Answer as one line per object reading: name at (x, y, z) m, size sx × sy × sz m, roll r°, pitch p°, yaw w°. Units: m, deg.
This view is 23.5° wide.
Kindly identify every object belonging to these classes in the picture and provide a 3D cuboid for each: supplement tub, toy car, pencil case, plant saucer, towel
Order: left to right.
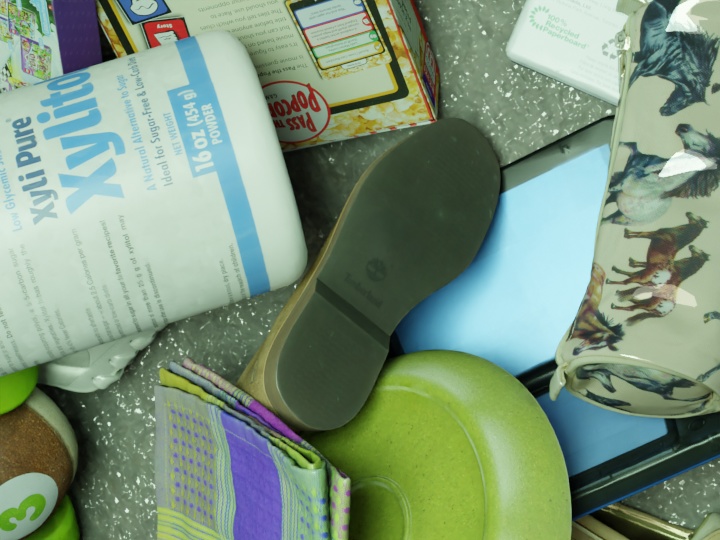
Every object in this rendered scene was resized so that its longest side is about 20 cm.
toy car at (-0.250, 0.138, 0.894) m, size 0.156 × 0.201 × 0.165 m, roll 10°, pitch 134°, yaw 14°
supplement tub at (-0.136, -0.029, 0.837) m, size 0.198 × 0.132 × 0.133 m, roll -18°, pitch 87°, yaw -7°
towel at (-0.058, 0.133, 0.832) m, size 0.023 × 0.200 × 0.145 m, roll -3°, pitch 103°, yaw -27°
plant saucer at (0.011, 0.130, 0.834) m, size 0.199 × 0.031 × 0.202 m, roll -20°, pitch 58°, yaw 34°
pencil case at (0.144, -0.030, 0.802) m, size 0.089 × 0.078 × 0.202 m, roll 11°, pitch 75°, yaw 13°

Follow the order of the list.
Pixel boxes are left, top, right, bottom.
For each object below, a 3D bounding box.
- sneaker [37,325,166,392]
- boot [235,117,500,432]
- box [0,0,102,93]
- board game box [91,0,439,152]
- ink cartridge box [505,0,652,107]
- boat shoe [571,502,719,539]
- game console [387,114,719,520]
sneaker at (-0.136, 0.017, 0.958) m, size 0.199 × 0.077 × 0.081 m, roll -16°, pitch 104°, yaw 16°
boot at (0.000, 0.000, 0.885) m, size 0.074 × 0.075 × 0.200 m, roll 44°, pitch 61°, yaw -14°
box at (-0.201, -0.117, 0.906) m, size 0.136 × 0.200 × 0.039 m, roll 24°, pitch 60°, yaw 10°
board game box at (-0.059, -0.146, 0.874) m, size 0.150 × 0.047 × 0.201 m, roll -10°, pitch 134°, yaw 14°
ink cartridge box at (0.201, -0.161, 0.871) m, size 0.195 × 0.043 × 0.201 m, roll 26°, pitch 97°, yaw 13°
boat shoe at (0.173, 0.155, 0.874) m, size 0.198 × 0.074 × 0.067 m, roll 13°, pitch 101°, yaw 14°
game console at (0.081, 0.037, 0.877) m, size 0.199 × 0.171 × 0.119 m, roll -26°, pitch 112°, yaw 15°
